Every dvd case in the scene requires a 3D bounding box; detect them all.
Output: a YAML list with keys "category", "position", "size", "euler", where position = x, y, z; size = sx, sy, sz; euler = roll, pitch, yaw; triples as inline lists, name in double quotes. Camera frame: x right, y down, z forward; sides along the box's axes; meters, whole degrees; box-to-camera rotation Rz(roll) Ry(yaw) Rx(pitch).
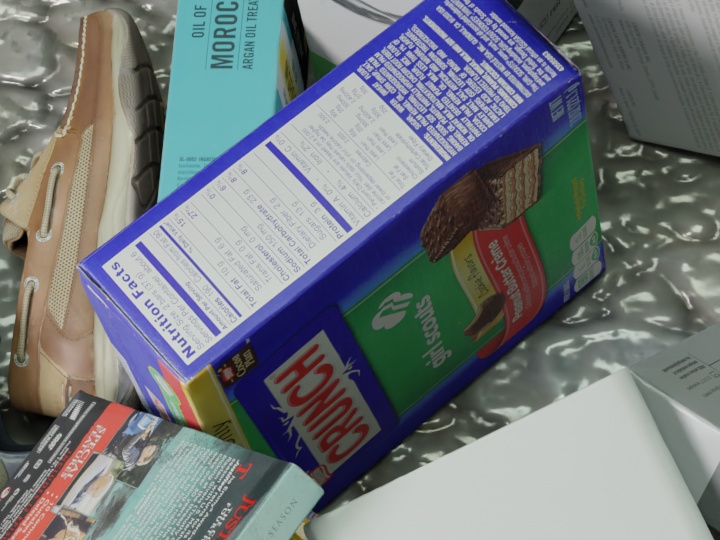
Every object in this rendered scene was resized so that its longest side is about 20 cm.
- category: "dvd case"
  position: [-0.106, 0.118, 0.934]
  size: [0.146, 0.022, 0.200]
  euler: [-53, 24, -14]

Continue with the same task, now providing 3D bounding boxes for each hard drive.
- category: "hard drive"
  position: [0.081, 0.153, 0.895]
  size: [0.132, 0.026, 0.200]
  euler: [-25, 83, -12]

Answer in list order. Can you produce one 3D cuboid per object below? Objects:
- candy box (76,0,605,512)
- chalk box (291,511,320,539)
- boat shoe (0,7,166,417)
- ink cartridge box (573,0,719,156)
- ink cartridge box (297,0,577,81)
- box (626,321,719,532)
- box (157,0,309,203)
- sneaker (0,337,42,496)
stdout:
- category: "candy box"
  position: [0.000, 0.000, 1.019]
  size: [0.200, 0.169, 0.077]
  euler: [-38, 63, -11]
- category: "chalk box"
  position: [-0.052, 0.198, 0.954]
  size: [0.124, 0.125, 0.200]
  euler: [29, 70, 19]
- category: "boat shoe"
  position: [-0.125, -0.027, 1.104]
  size: [0.072, 0.076, 0.200]
  euler: [-4, 62, 8]
- category: "ink cartridge box"
  position: [0.188, -0.096, 1.025]
  size: [0.200, 0.162, 0.050]
  euler: [11, 65, 26]
- category: "ink cartridge box"
  position: [0.041, -0.159, 1.073]
  size: [0.084, 0.200, 0.146]
  euler: [30, 72, 19]
- category: "box"
  position: [0.206, 0.089, 0.964]
  size: [0.200, 0.156, 0.041]
  euler: [34, 115, 21]
- category: "box"
  position: [-0.053, -0.082, 1.116]
  size: [0.049, 0.082, 0.200]
  euler: [1, 64, 7]
- category: "sneaker"
  position: [-0.199, 0.027, 1.059]
  size: [0.081, 0.074, 0.200]
  euler: [-31, 88, 9]
